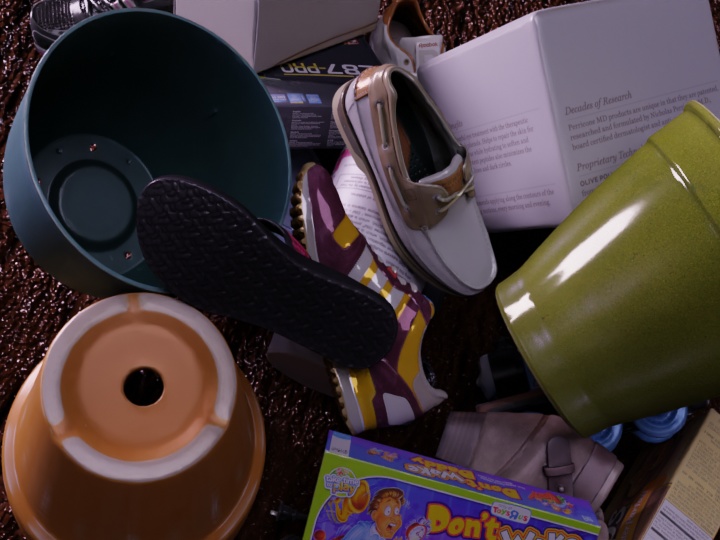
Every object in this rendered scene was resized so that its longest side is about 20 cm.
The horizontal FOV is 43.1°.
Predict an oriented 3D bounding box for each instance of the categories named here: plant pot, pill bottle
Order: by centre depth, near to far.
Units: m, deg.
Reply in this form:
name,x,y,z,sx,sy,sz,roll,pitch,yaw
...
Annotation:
name,x,y,z,sx,sy,sz,roll,pitch,yaw
plant pot,-0.158,0.112,0.649,0.196,0.184,0.204,6,63,-12
plant pot,0.208,0.017,0.660,0.191,0.200,0.203,-32,72,14
plant pot,-0.176,-0.068,0.690,0.198,0.160,0.205,10,73,-34
pill bottle,0.000,0.000,0.778,0.112,0.114,0.203,23,70,-3

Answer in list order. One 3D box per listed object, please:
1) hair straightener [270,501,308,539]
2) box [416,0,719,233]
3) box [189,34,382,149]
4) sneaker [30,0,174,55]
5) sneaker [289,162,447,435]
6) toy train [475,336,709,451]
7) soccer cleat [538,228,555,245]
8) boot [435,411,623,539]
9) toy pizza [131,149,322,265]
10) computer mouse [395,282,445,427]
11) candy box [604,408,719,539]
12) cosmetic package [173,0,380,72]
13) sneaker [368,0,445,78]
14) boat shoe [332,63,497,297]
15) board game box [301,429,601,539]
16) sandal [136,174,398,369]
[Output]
name,x,y,z,sx,sy,sz,roll,pitch,yaw
hair straightener,-0.047,0.221,0.715,0.077,0.041,0.200,41,66,7
box,0.191,-0.139,0.826,0.197,0.198,0.175,-17,96,-24
box,-0.071,-0.170,0.848,0.196,0.050,0.162,-2,40,-18
sneaker,-0.216,-0.258,0.868,0.197,0.087,0.081,-16,68,-20
sneaker,0.006,0.015,0.679,0.088,0.075,0.204,-14,94,-8
toy train,0.188,0.099,0.770,0.196,0.087,0.116,-16,72,10
soccer cleat,0.197,0.046,0.846,0.080,0.068,0.203,-15,70,-8
boot,0.112,0.206,0.696,0.144,0.070,0.203,19,93,9
toy pizza,-0.125,-0.065,0.831,0.196,0.032,0.204,5,63,-11
computer mouse,0.049,0.042,0.824,0.058,0.034,0.203,12,63,-10
candy box,0.234,0.217,0.741,0.055,0.116,0.200,38,61,7
cosmetic package,-0.073,-0.257,0.863,0.103,0.074,0.199,27,38,25
sneaker,0.056,-0.179,0.904,0.072,0.085,0.203,-11,72,-20
boat shoe,0.052,-0.066,0.712,0.075,0.068,0.201,-42,104,-29
board game box,0.054,0.209,0.649,0.196,0.045,0.137,15,99,0
sandal,-0.064,0.003,0.618,0.198,0.076,0.045,31,17,-18
